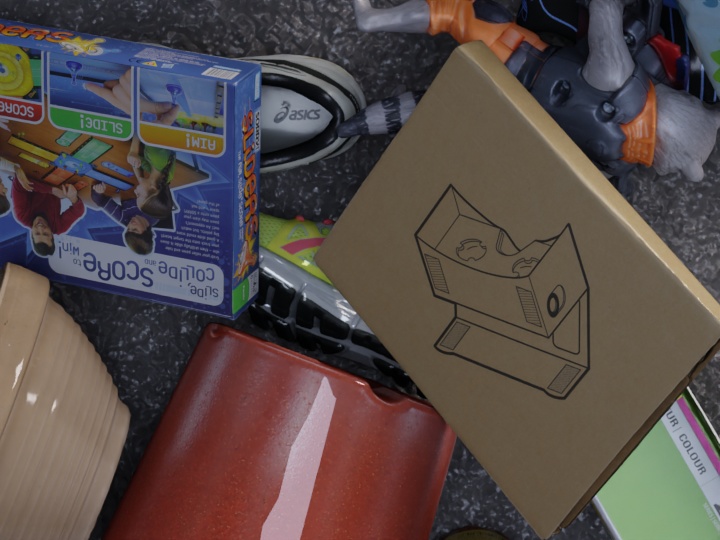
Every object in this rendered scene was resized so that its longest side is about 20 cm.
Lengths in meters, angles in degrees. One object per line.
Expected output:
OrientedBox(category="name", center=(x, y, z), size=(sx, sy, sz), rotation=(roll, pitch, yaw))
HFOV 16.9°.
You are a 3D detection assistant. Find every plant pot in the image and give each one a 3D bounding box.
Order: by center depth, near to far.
OrientedBox(category="plant pot", center=(-0.182, 0.104, 1.280), size=(0.093, 0.201, 0.201), rotation=(22, 96, -9))
OrientedBox(category="plant pot", center=(-0.047, 0.142, 1.298), size=(0.201, 0.201, 0.195), rotation=(21, 89, -3))

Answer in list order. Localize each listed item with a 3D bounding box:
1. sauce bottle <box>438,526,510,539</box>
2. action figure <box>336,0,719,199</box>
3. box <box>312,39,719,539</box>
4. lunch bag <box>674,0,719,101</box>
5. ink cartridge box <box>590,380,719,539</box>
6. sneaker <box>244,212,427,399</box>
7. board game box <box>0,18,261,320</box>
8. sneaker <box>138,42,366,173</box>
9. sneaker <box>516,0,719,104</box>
OrientedBox(category="sauce bottle", center=(0.065, 0.187, 1.292), size=(0.066, 0.200, 0.066), rotation=(0, 96, 1))
OrientedBox(category="action figure", center=(0.096, -0.076, 1.279), size=(0.193, 0.105, 0.200), rotation=(11, 139, 20))
OrientedBox(category="box", center=(0.076, 0.010, 1.215), size=(0.200, 0.021, 0.164), rotation=(50, 128, 21))
OrientedBox(category="lunch bag", center=(0.210, -0.194, 1.223), size=(0.127, 0.200, 0.170), rotation=(-21, 105, 29))
OrientedBox(category="ink cartridge box", center=(0.152, 0.102, 1.283), size=(0.076, 0.200, 0.148), rotation=(-30, 96, 2))
OrientedBox(category="sneaker", center=(0.000, 0.000, 1.340), size=(0.200, 0.078, 0.090), rotation=(26, 69, 2))
OrientedBox(category="board game box", center=(-0.150, -0.058, 1.287), size=(0.200, 0.034, 0.135), rotation=(12, 117, 19))
OrientedBox(category="sneaker", center=(-0.097, -0.087, 1.314), size=(0.200, 0.088, 0.076), rotation=(-6, 99, 1))
OrientedBox(category="sneaker", center=(0.181, -0.122, 1.330), size=(0.200, 0.070, 0.078), rotation=(28, 122, -12))
